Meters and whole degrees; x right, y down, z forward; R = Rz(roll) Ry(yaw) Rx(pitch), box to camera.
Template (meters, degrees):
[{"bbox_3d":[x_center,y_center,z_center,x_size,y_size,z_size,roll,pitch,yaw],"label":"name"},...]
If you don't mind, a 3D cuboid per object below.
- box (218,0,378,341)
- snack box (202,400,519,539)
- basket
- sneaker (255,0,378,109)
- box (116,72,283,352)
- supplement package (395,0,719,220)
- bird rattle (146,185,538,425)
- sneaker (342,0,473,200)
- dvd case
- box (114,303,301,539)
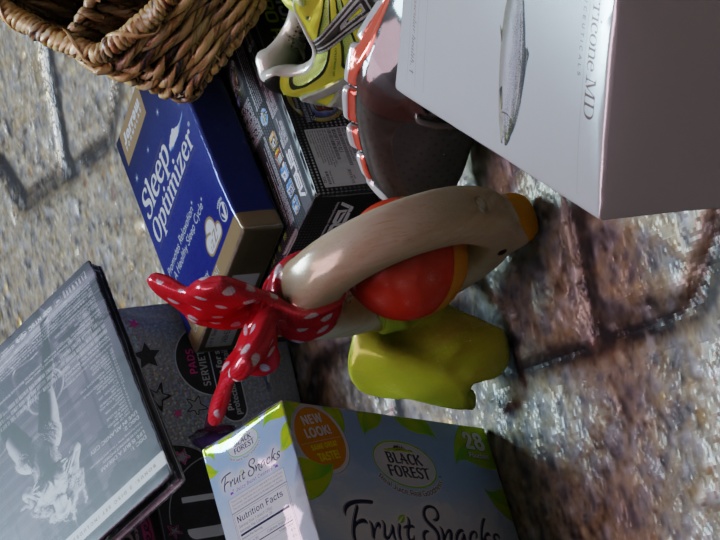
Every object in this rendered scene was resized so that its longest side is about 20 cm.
[{"bbox_3d":[-0.059,-0.082,1.793,0.160,0.044,0.201,117,140,-51],"label":"box"},{"bbox_3d":[0.019,0.174,1.529,0.068,0.168,0.201,-33,63,32],"label":"snack box"},{"bbox_3d":[-0.125,-0.212,1.701,0.201,0.149,0.143,-60,36,8],"label":"basket"},{"bbox_3d":[0.000,-0.162,1.608,0.076,0.076,0.201,-117,33,-41],"label":"sneaker"},{"bbox_3d":[-0.104,-0.066,1.806,0.121,0.032,0.201,113,143,-48],"label":"box"},{"bbox_3d":[0.111,-0.111,1.331,0.200,0.117,0.117,37,128,57],"label":"supplement package"},{"bbox_3d":[0.000,0.000,1.530,0.163,0.199,0.113,-38,59,34],"label":"bird rattle"},{"bbox_3d":[0.046,-0.113,1.527,0.082,0.077,0.201,40,132,48],"label":"sneaker"},{"bbox_3d":[-0.183,0.105,1.773,0.149,0.016,0.200,-43,40,14],"label":"dvd case"},{"bbox_3d":[-0.102,0.130,1.850,0.132,0.114,0.201,136,123,-60],"label":"box"}]
